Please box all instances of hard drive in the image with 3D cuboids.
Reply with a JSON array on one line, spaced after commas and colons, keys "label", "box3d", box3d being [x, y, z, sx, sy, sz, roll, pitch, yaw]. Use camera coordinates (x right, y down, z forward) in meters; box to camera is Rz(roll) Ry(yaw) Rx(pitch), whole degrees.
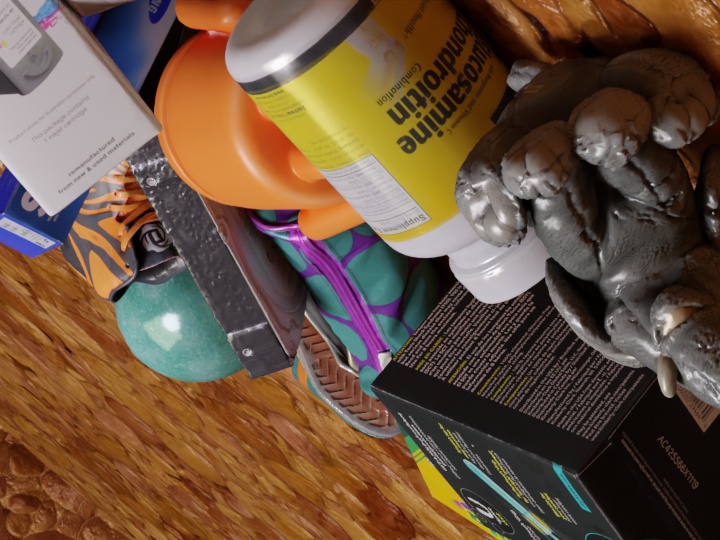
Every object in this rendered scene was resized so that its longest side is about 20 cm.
[{"label": "hard drive", "box3d": [-0.090, -0.048, 1.705, 0.140, 0.038, 0.200, -81, -33, -57]}]

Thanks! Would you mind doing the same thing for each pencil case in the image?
[{"label": "pencil case", "box3d": [0.000, 0.000, 1.726, 0.085, 0.093, 0.200, -13, 136, 21]}]

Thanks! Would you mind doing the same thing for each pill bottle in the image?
[{"label": "pill bottle", "box3d": [0.030, -0.079, 1.411, 0.200, 0.112, 0.112, 46, 163, -21]}]

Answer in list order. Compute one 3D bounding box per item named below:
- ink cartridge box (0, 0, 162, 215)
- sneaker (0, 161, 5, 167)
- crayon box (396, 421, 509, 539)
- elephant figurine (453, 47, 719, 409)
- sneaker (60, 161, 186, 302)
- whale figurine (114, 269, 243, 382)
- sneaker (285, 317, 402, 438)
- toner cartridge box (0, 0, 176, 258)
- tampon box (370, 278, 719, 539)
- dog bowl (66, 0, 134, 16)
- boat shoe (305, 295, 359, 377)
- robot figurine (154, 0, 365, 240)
[{"label": "ink cartridge box", "box3d": [-0.212, -0.146, 1.453, 0.200, 0.086, 0.148, 50, -179, -32]}, {"label": "sneaker", "box3d": [-0.226, -0.116, 1.850, 0.200, 0.075, 0.090, 0, -156, -47]}, {"label": "crayon box", "box3d": [0.126, 0.161, 1.935, 0.200, 0.058, 0.173, 32, 162, 27]}, {"label": "elephant figurine", "box3d": [0.143, -0.001, 1.303, 0.141, 0.155, 0.200, -16, 116, 45]}, {"label": "sneaker", "box3d": [-0.146, -0.061, 1.793, 0.112, 0.077, 0.200, 51, 139, 31]}, {"label": "whale figurine", "box3d": [-0.147, -0.003, 1.916, 0.200, 0.104, 0.159, 49, 168, 28]}, {"label": "sneaker", "box3d": [-0.034, 0.052, 2.001, 0.200, 0.071, 0.080, 46, 166, 10]}, {"label": "toner cartridge box", "box3d": [-0.165, -0.108, 1.613, 0.043, 0.200, 0.095, 28, 168, -15]}, {"label": "tampon box", "box3d": [0.137, 0.095, 1.607, 0.200, 0.126, 0.150, 21, 155, 51]}, {"label": "dog bowl", "box3d": [-0.172, -0.226, 1.431, 0.200, 0.059, 0.200, 59, -179, -1]}, {"label": "boat shoe", "box3d": [-0.040, -0.009, 1.839, 0.200, 0.068, 0.075, 44, 166, -8]}, {"label": "robot figurine", "box3d": [-0.049, -0.091, 1.551, 0.144, 0.117, 0.200, 20, 173, -25]}]
